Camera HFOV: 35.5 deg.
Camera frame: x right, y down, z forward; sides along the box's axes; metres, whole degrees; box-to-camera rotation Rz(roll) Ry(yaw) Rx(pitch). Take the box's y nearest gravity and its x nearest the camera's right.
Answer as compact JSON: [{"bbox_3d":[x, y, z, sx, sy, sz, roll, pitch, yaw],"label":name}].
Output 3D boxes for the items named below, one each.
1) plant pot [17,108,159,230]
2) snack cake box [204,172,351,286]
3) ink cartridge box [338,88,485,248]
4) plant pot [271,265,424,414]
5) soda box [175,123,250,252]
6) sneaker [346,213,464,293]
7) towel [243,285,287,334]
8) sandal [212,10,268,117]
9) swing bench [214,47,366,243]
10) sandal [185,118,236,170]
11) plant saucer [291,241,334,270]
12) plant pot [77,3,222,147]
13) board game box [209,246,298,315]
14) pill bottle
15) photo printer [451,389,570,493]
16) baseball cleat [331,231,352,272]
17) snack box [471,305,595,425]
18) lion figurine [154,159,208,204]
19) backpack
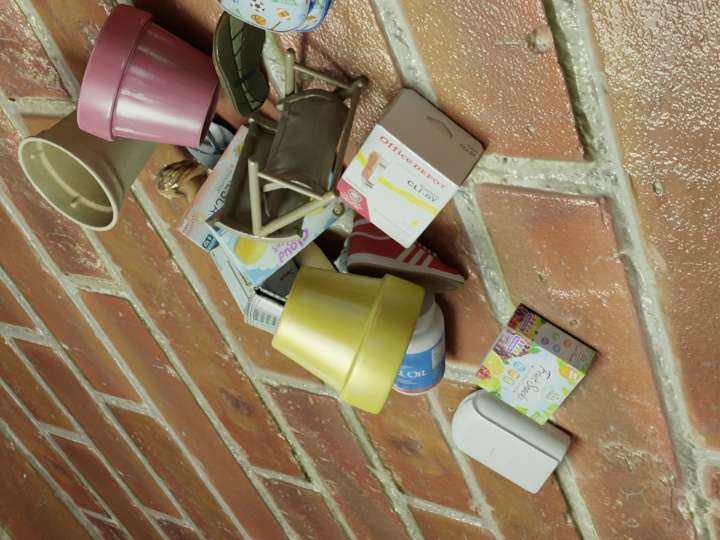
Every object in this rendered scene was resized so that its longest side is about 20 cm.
[{"bbox_3d":[-0.436,-0.203,1.886,0.199,0.184,0.201,25,148,17],"label":"plant pot"},{"bbox_3d":[-0.123,-0.086,1.720,0.115,0.200,0.067,55,170,-29],"label":"snack cake box"},{"bbox_3d":[0.063,-0.140,1.583,0.145,0.084,0.200,37,149,-2],"label":"ink cartridge box"},{"bbox_3d":[-0.025,0.086,1.674,0.187,0.202,0.201,21,148,-2],"label":"plant pot"},{"bbox_3d":[-0.204,-0.131,1.759,0.068,0.201,0.064,36,-167,1],"label":"soda box"},{"bbox_3d":[0.074,-0.034,1.747,0.198,0.114,0.071,13,154,-23],"label":"sneaker"},{"bbox_3d":[-0.101,0.100,1.880,0.198,0.035,0.193,24,160,-4],"label":"towel"},{"bbox_3d":[-0.178,-0.306,1.624,0.055,0.081,0.201,45,162,28],"label":"sandal"},{"bbox_3d":[-0.099,-0.162,1.575,0.128,0.201,0.200,21,151,-13],"label":"swing bench"},{"bbox_3d":[-0.269,-0.225,1.800,0.200,0.043,0.076,40,115,-7],"label":"sandal"},{"bbox_3d":[-0.077,0.037,1.908,0.201,0.035,0.201,50,156,31],"label":"plant saucer"},{"bbox_3d":[-0.304,-0.274,1.678,0.177,0.202,0.201,19,149,-3],"label":"plant pot"},{"bbox_3d":[-0.183,-0.006,1.946,0.149,0.064,0.200,60,157,0],"label":"board game box"},{"bbox_3d":[0.085,0.109,1.867,0.111,0.113,0.201,21,146,22],"label":"pill bottle"},{"bbox_3d":[0.257,0.297,1.992,0.199,0.070,0.167,30,148,9],"label":"photo printer"},{"bbox_3d":[0.000,0.000,1.861,0.106,0.070,0.200,31,159,-4],"label":"baseball cleat"},{"bbox_3d":[0.274,0.155,1.803,0.141,0.053,0.201,30,148,6],"label":"snack box"},{"bbox_3d":[-0.256,-0.120,1.848,0.201,0.122,0.073,54,168,39],"label":"lion figurine"},{"bbox_3d":[-0.097,-0.379,1.371,0.199,0.155,0.191,28,159,6],"label":"backpack"}]
